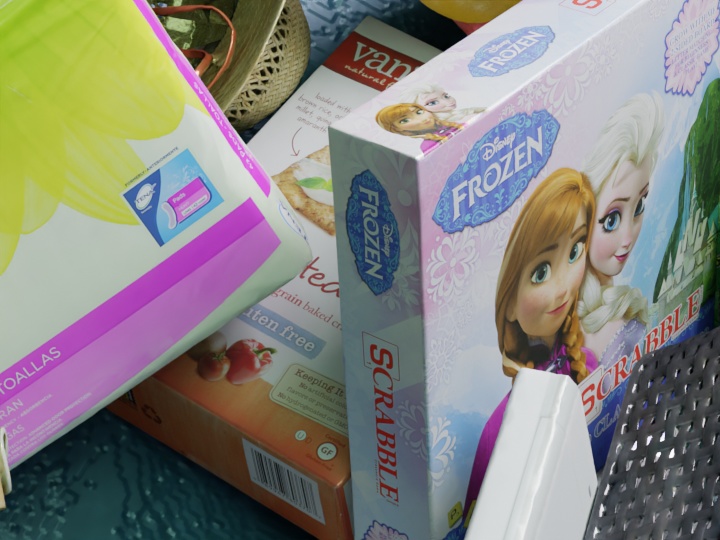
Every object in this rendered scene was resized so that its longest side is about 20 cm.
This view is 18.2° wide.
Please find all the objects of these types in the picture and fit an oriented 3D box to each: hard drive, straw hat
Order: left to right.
[{"bbox_3d":[-0.068,-0.105,0.949,0.085,0.200,0.203,29,53,-42],"label":"straw hat"},{"bbox_3d":[0.045,0.154,0.777,0.026,0.132,0.201,9,58,18],"label":"hard drive"}]

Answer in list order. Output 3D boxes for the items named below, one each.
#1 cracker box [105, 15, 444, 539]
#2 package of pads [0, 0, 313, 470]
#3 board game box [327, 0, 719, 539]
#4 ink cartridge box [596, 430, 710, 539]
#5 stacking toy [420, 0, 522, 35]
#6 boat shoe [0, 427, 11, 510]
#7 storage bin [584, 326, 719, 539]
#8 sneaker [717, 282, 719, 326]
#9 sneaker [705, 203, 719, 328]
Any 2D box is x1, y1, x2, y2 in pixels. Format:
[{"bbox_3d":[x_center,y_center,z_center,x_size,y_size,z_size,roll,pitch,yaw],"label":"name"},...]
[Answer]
[{"bbox_3d":[0.000,0.000,0.912,0.133,0.058,0.200,28,60,25],"label":"cracker box"},{"bbox_3d":[-0.141,-0.015,0.814,0.199,0.068,0.155,-35,112,0],"label":"package of pads"},{"bbox_3d":[0.069,-0.003,0.843,0.041,0.201,0.200,21,41,33],"label":"board game box"},{"bbox_3d":[0.077,0.182,0.866,0.197,0.043,0.201,-16,67,-18],"label":"ink cartridge box"},{"bbox_3d":[0.059,-0.142,0.925,0.199,0.146,0.147,3,59,-45],"label":"stacking toy"},{"bbox_3d":[-0.142,0.105,0.732,0.063,0.073,0.202,19,50,-26],"label":"boat shoe"},{"bbox_3d":[0.156,0.125,0.807,0.135,0.093,0.201,38,52,-24],"label":"storage bin"},{"bbox_3d":[0.211,-0.055,0.901,0.115,0.076,0.202,-3,108,-31],"label":"sneaker"},{"bbox_3d":[0.224,-0.005,0.982,0.198,0.074,0.084,-1,94,-17],"label":"sneaker"}]
